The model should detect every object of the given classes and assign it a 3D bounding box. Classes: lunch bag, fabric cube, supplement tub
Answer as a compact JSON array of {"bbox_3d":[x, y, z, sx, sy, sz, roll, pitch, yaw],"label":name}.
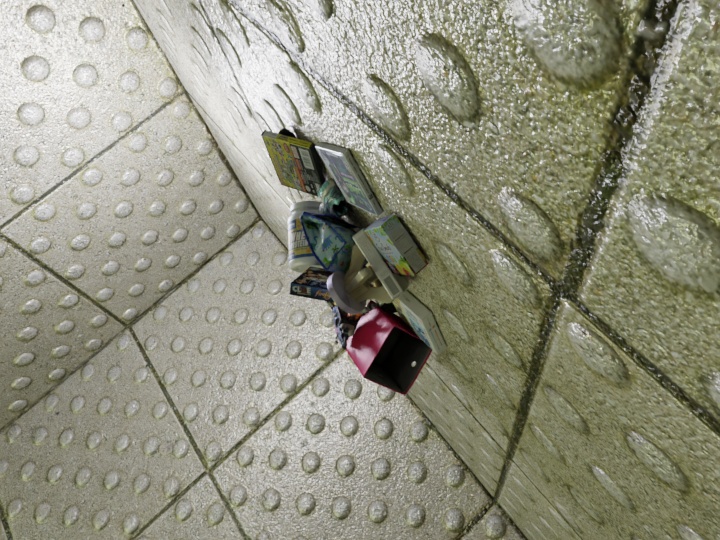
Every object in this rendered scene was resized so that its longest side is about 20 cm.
[{"bbox_3d":[-0.075,-0.090,1.601,0.200,0.129,0.168,46,-164,33],"label":"lunch bag"},{"bbox_3d":[0.091,0.259,1.821,0.197,0.200,0.199,28,-174,-30],"label":"fabric cube"},{"bbox_3d":[-0.163,-0.105,1.732,0.145,0.139,0.207,103,164,-78],"label":"supplement tub"}]

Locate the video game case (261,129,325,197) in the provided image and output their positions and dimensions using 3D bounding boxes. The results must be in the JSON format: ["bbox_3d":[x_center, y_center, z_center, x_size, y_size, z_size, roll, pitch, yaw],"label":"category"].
[{"bbox_3d":[-0.189,-0.310,1.587,0.176,0.026,0.202,20,150,25],"label":"video game case"}]

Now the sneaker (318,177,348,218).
[{"bbox_3d":[-0.076,-0.184,1.603,0.086,0.077,0.201,45,169,17],"label":"sneaker"}]

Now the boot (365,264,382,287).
[{"bbox_3d":[0.000,0.000,1.729,0.163,0.072,0.205,-7,111,44],"label":"boot"}]

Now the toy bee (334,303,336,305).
[{"bbox_3d":[-0.083,0.055,1.825,0.107,0.197,0.135,18,119,39],"label":"toy bee"}]

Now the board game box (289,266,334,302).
[{"bbox_3d":[-0.113,0.037,1.569,0.131,0.036,0.200,9,-165,8],"label":"board game box"}]

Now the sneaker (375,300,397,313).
[{"bbox_3d":[0.065,0.056,1.778,0.202,0.073,0.088,52,172,-1],"label":"sneaker"}]

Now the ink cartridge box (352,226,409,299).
[{"bbox_3d":[0.067,-0.028,1.516,0.203,0.044,0.176,57,-163,1],"label":"ink cartridge box"}]

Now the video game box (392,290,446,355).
[{"bbox_3d":[0.173,0.145,1.680,0.200,0.046,0.185,42,164,47],"label":"video game box"}]

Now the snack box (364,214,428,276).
[{"bbox_3d":[0.084,-0.061,1.338,0.144,0.052,0.200,55,172,-7],"label":"snack box"}]

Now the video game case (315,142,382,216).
[{"bbox_3d":[-0.032,-0.234,1.370,0.184,0.023,0.199,58,169,-28],"label":"video game case"}]

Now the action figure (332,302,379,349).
[{"bbox_3d":[-0.024,0.175,1.785,0.102,0.195,0.203,19,-146,-25],"label":"action figure"}]

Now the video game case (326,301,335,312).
[{"bbox_3d":[-0.039,0.080,2.001,0.035,0.202,0.183,11,146,38],"label":"video game case"}]

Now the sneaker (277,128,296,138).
[{"bbox_3d":[-0.196,-0.339,1.661,0.201,0.060,0.104,53,166,-18],"label":"sneaker"}]

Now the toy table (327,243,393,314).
[{"bbox_3d":[0.000,0.035,1.486,0.186,0.116,0.200,55,-163,-2],"label":"toy table"}]
